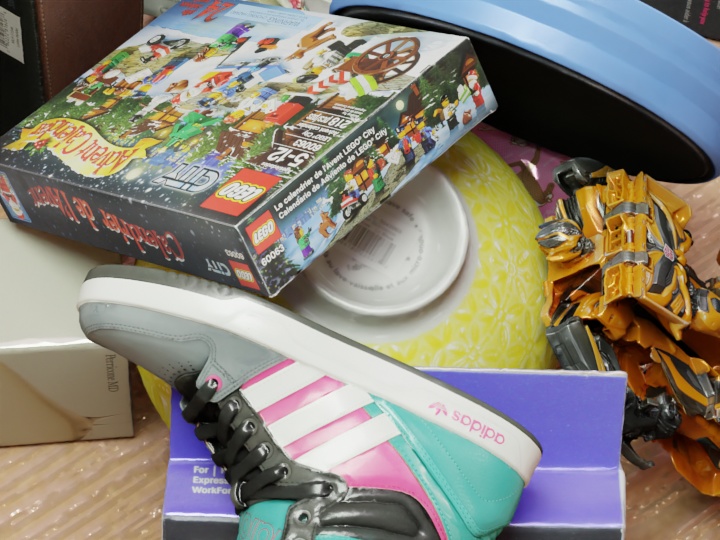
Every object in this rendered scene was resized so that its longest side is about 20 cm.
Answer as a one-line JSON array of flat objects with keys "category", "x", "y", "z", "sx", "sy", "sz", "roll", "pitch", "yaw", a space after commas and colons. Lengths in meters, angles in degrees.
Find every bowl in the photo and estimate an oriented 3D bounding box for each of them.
[{"category": "bowl", "x": 0.000, "y": 0.000, "z": 1.258, "sx": 0.200, "sy": 0.108, "sz": 0.200, "roll": 3, "pitch": 68, "yaw": -7}, {"category": "bowl", "x": 0.078, "y": -0.092, "z": 1.257, "sx": 0.200, "sy": 0.201, "sz": 0.039, "roll": 22, "pitch": 82, "yaw": 10}]

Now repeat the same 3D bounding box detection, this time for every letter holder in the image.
[{"category": "letter holder", "x": -0.152, "y": -0.162, "z": 1.376, "sx": 0.101, "sy": 0.200, "sz": 0.142, "roll": 29, "pitch": 63, "yaw": 13}]

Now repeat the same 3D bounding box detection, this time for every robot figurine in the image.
[{"category": "robot figurine", "x": 0.150, "y": 0.031, "z": 1.289, "sx": 0.058, "sy": 0.200, "sz": 0.145, "roll": -24, "pitch": 43, "yaw": 31}]

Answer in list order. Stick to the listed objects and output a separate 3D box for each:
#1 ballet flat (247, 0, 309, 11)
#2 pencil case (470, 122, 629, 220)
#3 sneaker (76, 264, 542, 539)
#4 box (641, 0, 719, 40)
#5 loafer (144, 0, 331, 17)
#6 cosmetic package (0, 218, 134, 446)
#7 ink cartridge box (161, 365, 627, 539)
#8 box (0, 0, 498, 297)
[{"category": "ballet flat", "x": -0.051, "y": -0.102, "z": 1.378, "sx": 0.076, "sy": 0.064, "sz": 0.200, "roll": -25, "pitch": 98, "yaw": 26}, {"category": "pencil case", "x": 0.033, "y": -0.005, "z": 1.365, "sx": 0.200, "sy": 0.083, "sz": 0.087, "roll": -31, "pitch": 38, "yaw": -18}, {"category": "sneaker", "x": -0.039, "y": 0.085, "z": 1.155, "sx": 0.200, "sy": 0.084, "sz": 0.121, "roll": 23, "pitch": 73, "yaw": 1}, {"category": "box", "x": 0.186, "y": -0.193, "z": 1.453, "sx": 0.200, "sy": 0.122, "sz": 0.106, "roll": 14, "pitch": 60, "yaw": 5}, {"category": "loafer", "x": -0.018, "y": -0.111, "z": 1.438, "sx": 0.200, "sy": 0.070, "sz": 0.070, "roll": 30, "pitch": 103, "yaw": 7}, {"category": "cosmetic package", "x": -0.206, "y": 0.032, "z": 1.321, "sx": 0.200, "sy": 0.104, "sz": 0.073, "roll": -4, "pitch": 62, "yaw": -3}, {"category": "ink cartridge box", "x": 0.013, "y": 0.137, "z": 1.227, "sx": 0.198, "sy": 0.200, "sz": 0.043, "roll": 1, "pitch": 23, "yaw": -2}, {"category": "box", "x": -0.056, "y": -0.059, "z": 1.225, "sx": 0.137, "sy": 0.038, "sz": 0.200, "roll": -40, "pitch": 32, "yaw": -26}]
